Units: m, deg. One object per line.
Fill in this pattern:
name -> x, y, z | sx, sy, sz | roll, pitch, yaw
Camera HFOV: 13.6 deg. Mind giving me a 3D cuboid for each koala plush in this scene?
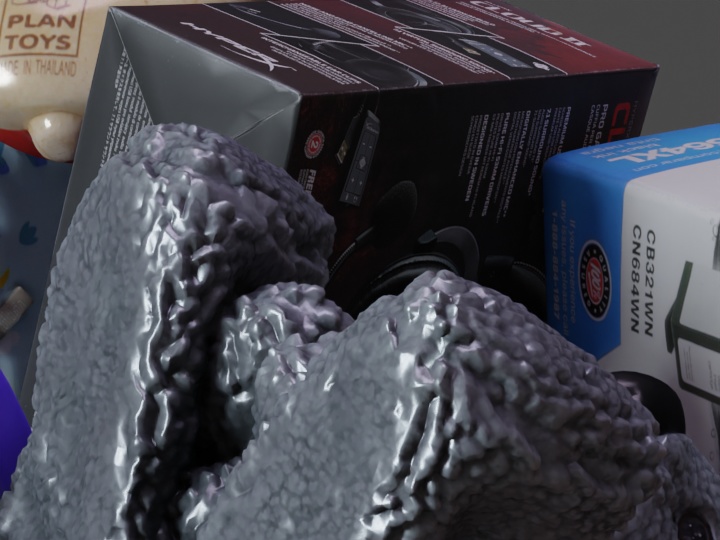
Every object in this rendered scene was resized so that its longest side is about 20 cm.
koala plush -> 0.025, 0.084, 0.746 | 0.199, 0.184, 0.177 | 13, 11, -38

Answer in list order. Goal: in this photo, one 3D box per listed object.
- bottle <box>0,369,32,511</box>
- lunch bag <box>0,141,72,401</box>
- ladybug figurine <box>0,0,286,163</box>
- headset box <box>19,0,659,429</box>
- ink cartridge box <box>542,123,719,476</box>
bottle -> -0.158, 0.095, 0.722 | 0.065, 0.084, 0.200 | 14, 48, 33
lunch bag -> -0.165, 0.011, 0.993 | 0.082, 0.162, 0.200 | -11, 14, -44
ladybug figurine -> -0.076, -0.104, 0.922 | 0.135, 0.072, 0.201 | 2, 50, 12
headset box -> 0.000, 0.000, 0.887 | 0.077, 0.149, 0.200 | 27, 20, 33
ink cartridge box -> 0.135, 0.048, 0.818 | 0.084, 0.147, 0.200 | -9, 15, -25
